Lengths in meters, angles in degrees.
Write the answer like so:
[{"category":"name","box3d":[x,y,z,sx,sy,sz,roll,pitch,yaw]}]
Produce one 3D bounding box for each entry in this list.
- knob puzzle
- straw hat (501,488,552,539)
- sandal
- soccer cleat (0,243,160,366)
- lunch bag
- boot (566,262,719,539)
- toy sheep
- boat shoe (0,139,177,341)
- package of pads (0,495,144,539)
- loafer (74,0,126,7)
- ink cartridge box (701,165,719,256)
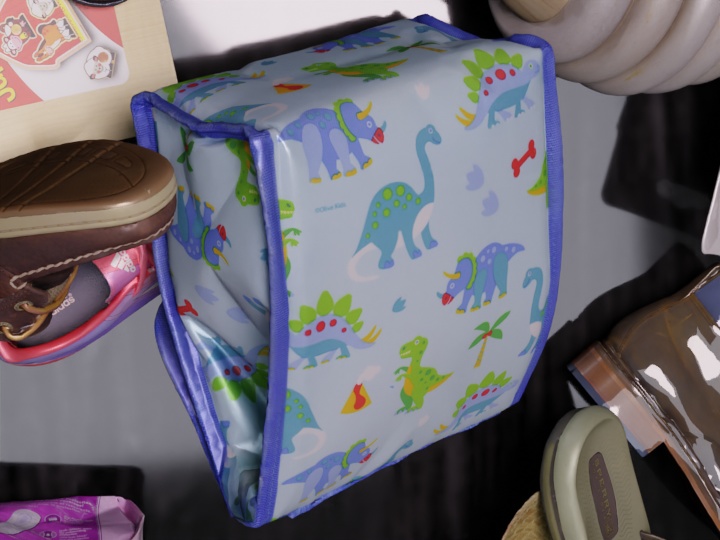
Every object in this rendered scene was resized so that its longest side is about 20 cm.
[{"category":"knob puzzle","box3d":[-0.198,-0.133,0.801,0.218,0.030,0.221,-2,95,-18]},{"category":"straw hat","box3d":[0.077,0.201,0.867,0.085,0.201,0.202,-5,104,36]},{"category":"sandal","box3d":[0.142,0.162,0.838,0.057,0.080,0.202,-5,114,36]},{"category":"soccer cleat","box3d":[-0.097,-0.019,0.819,0.199,0.076,0.067,-34,102,0]},{"category":"lunch bag","box3d":[0.000,0.000,0.780,0.169,0.127,0.201,-21,115,-31]},{"category":"boot","box3d":[0.207,0.091,0.878,0.097,0.075,0.200,-43,100,4]},{"category":"toy sheep","box3d":[0.133,-0.148,0.803,0.199,0.138,0.139,4,100,-31]},{"category":"boat shoe","box3d":[-0.153,-0.006,0.748,0.199,0.072,0.072,-9,114,33]},{"category":"package of pads","box3d":[-0.166,0.218,0.852,0.120,0.076,0.201,-2,100,-10]},{"category":"loafer","box3d":[-0.122,-0.223,0.769,0.071,0.063,0.201,-3,95,-19]},{"category":"ink cartridge box","box3d":[0.237,-0.092,0.822,0.067,0.116,0.201,21,99,28]}]
